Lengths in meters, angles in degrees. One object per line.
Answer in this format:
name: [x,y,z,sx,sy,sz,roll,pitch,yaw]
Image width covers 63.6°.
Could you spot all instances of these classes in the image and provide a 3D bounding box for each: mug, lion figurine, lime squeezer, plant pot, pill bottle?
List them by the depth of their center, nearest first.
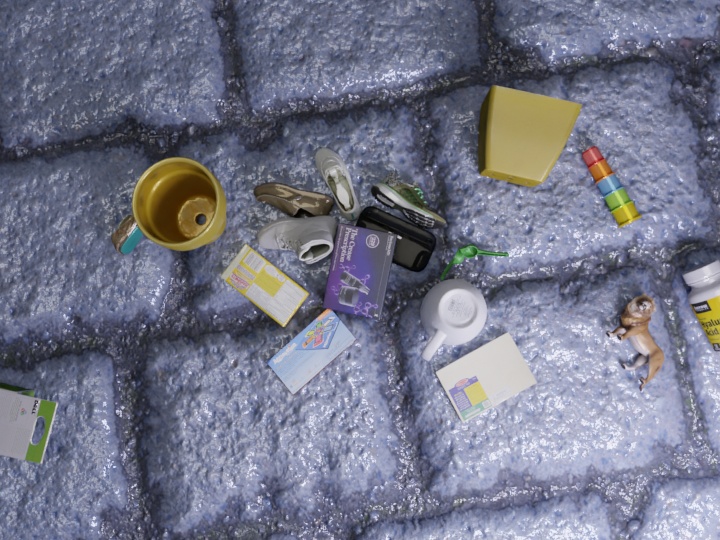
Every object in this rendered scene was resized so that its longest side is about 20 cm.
mug: [0.196,0.113,1.299,0.147,0.175,0.201,34,85,7]
pill bottle: [0.814,0.082,1.308,0.111,0.111,0.201,-24,81,-1]
lion figurine: [0.648,0.163,1.334,0.122,0.072,0.201,-25,96,-14]
plant pot: [0.368,-0.298,1.347,0.199,0.200,0.178,14,95,4]
plant pot: [-0.398,-0.138,1.353,0.199,0.189,0.202,0,82,3]
lime squeezer: [0.250,-0.025,1.368,0.199,0.038,0.071,-18,60,-26]

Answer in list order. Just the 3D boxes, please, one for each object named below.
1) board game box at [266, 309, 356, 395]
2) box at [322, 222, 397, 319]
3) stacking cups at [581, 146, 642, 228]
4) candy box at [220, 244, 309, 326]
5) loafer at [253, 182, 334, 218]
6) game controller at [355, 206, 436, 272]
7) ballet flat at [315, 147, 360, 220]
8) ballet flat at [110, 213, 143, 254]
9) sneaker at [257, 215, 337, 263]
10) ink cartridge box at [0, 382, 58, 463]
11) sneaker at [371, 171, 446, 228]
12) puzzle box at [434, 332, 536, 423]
board game box: [-0.116,0.191,1.382,0.200,0.019,0.103,-41,84,-3]
box: [0.000,0.000,1.357,0.140,0.079,0.202,11,93,2]
stacking cups: [0.598,-0.203,1.387,0.060,0.061,0.201,-23,79,-1]
candy box: [-0.231,0.035,1.404,0.200,0.026,0.102,38,88,7]
loafer: [-0.165,-0.163,1.403,0.198,0.076,0.068,9,77,4]
game controller: [0.080,-0.076,1.404,0.199,0.042,0.105,25,99,6]
ballet flat: [-0.054,-0.217,1.410,0.069,0.069,0.201,-24,82,-1]
ballet flat: [-0.540,-0.133,1.423,0.065,0.071,0.200,37,82,21]
sneaker: [-0.155,-0.067,1.360,0.199,0.074,0.116,-10,38,10]
ink cartridge box: [-0.805,0.357,1.364,0.198,0.076,0.149,12,83,3]
sneaker: [0.128,-0.175,1.396,0.199,0.077,0.089,32,77,4]
puzzle box: [0.290,0.248,1.353,0.199,0.025,0.134,-28,83,-1]
